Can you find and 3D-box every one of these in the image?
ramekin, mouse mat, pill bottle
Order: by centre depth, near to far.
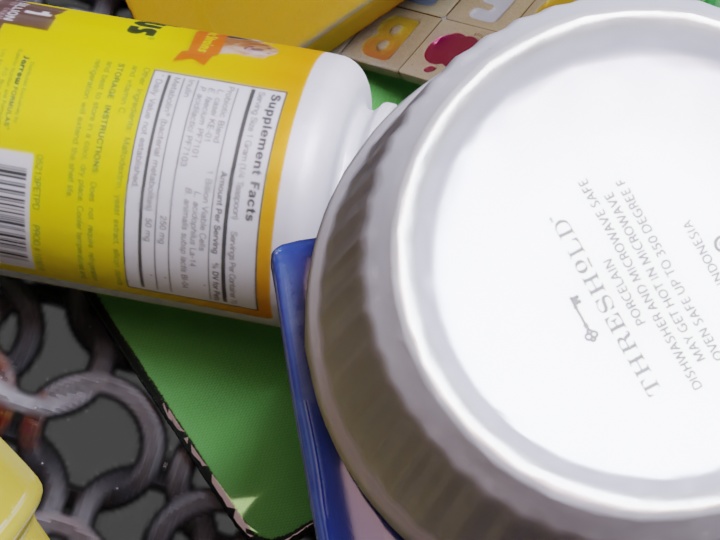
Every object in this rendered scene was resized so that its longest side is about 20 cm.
[{"bbox_3d":[0.085,0.007,0.846,0.202,0.094,0.203,1,76,-3],"label":"ramekin"},{"bbox_3d":[-0.066,-0.039,1.064,0.199,0.109,0.109,11,64,8],"label":"pill bottle"},{"bbox_3d":[0.000,0.000,1.106,0.200,0.008,0.161,-33,72,-5],"label":"mouse mat"}]

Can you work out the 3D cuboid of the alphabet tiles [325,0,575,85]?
[{"bbox_3d":[0.061,-0.153,1.160,0.166,0.006,0.200,19,59,38],"label":"alphabet tiles"}]

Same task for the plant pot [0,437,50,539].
[{"bbox_3d":[-0.156,0.168,0.941,0.189,0.201,0.201,45,66,-6],"label":"plant pot"}]

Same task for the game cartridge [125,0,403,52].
[{"bbox_3d":[-0.025,-0.182,1.133,0.200,0.032,0.177,-31,71,19],"label":"game cartridge"}]

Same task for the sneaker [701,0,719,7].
[{"bbox_3d":[0.135,-0.119,1.167,0.084,0.074,0.200,44,75,-10],"label":"sneaker"}]

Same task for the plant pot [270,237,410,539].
[{"bbox_3d":[0.075,0.088,0.971,0.179,0.200,0.200,-12,77,0],"label":"plant pot"}]
